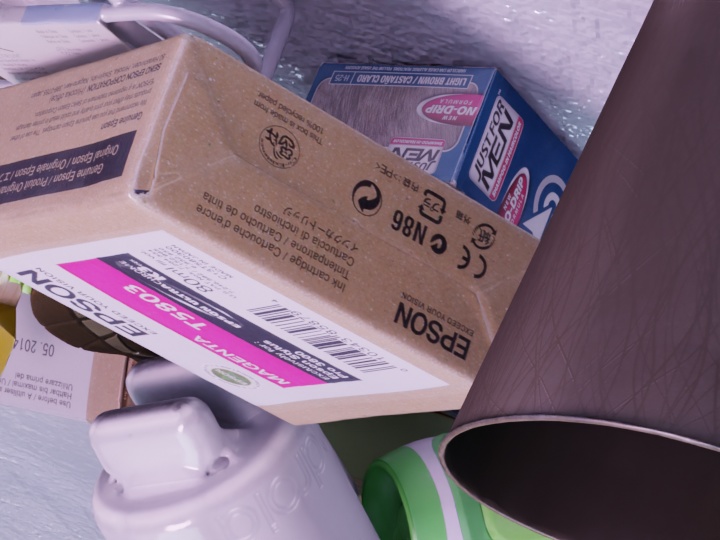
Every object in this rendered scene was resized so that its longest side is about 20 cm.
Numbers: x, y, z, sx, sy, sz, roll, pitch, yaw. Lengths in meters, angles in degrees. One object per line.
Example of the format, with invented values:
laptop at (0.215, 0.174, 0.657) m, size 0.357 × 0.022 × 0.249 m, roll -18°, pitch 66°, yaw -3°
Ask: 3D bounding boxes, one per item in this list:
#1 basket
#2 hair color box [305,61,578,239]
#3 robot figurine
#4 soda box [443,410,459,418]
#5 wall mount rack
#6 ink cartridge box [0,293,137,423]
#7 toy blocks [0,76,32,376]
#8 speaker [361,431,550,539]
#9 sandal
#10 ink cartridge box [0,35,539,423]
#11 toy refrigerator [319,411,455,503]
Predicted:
basket at (0.134, -0.005, 1.011) m, size 0.136 × 0.201 × 0.180 m, roll 32°, pitch 159°, yaw -27°
hair color box at (0.062, -0.017, 1.259) m, size 0.100 × 0.061 × 0.200 m, roll 5°, pitch 154°, yaw 38°
robot figurine at (-0.051, 0.133, 1.314) m, size 0.113 × 0.170 × 0.200 m, roll -8°, pitch 121°, yaw 35°
soda box at (0.000, 0.000, 1.360) m, size 0.200 × 0.064 × 0.068 m, roll 31°, pitch 160°, yaw -22°
wall mount rack at (-0.127, -0.130, 1.155) m, size 0.199 × 0.075 × 0.174 m, roll 1°, pitch 154°, yaw 42°
ink cartridge box at (-0.147, 0.041, 1.515) m, size 0.199 × 0.075 × 0.164 m, roll 10°, pitch 180°, yaw 36°
toy blocks at (-0.219, -0.034, 1.313) m, size 0.136 × 0.100 × 0.200 m, roll 15°, pitch 123°, yaw -16°
speaker at (0.105, 0.113, 1.384) m, size 0.199 × 0.089 × 0.088 m, roll -9°, pitch 169°, yaw -20°
sandal at (-0.091, 0.015, 1.331) m, size 0.081 × 0.055 × 0.200 m, roll -1°, pitch 167°, yaw 27°
ink cartridge box at (-0.047, -0.010, 1.157) m, size 0.200 × 0.075 × 0.165 m, roll 29°, pitch 158°, yaw -28°
toy refrigerator at (0.036, 0.110, 1.448) m, size 0.199 × 0.076 × 0.070 m, roll 21°, pitch 144°, yaw -16°
